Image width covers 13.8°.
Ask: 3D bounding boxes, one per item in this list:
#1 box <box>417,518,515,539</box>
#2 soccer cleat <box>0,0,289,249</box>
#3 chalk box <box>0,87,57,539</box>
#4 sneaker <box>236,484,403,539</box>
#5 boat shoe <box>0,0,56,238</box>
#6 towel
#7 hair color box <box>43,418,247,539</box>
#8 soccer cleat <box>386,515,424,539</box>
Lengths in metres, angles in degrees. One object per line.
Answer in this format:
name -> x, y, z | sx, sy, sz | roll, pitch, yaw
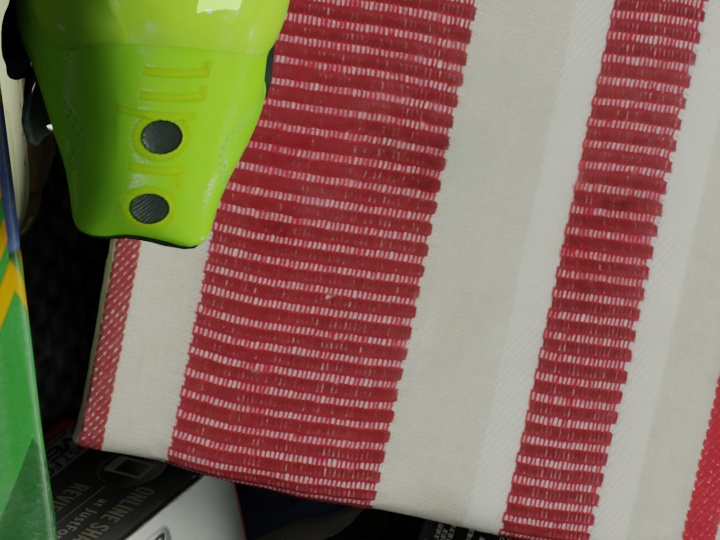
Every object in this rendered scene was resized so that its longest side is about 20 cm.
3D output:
box -> 0.055, 0.105, 0.825 | 0.193, 0.047, 0.201 | -28, 140, -56
soccer cleat -> -0.049, -0.072, 0.587 | 0.200, 0.067, 0.082 | -104, -158, -64
chalk box -> -0.133, -0.050, 0.566 | 0.124, 0.124, 0.201 | -9, 111, -8
sneaker -> 0.000, 0.000, 0.857 | 0.077, 0.076, 0.201 | 38, 64, -27
boat shoe -> -0.103, -0.100, 0.693 | 0.076, 0.071, 0.201 | -45, 139, -60
towel -> 0.045, -0.010, 0.680 | 0.023, 0.199, 0.145 | -101, -158, -80
hair color box -> -0.068, 0.153, 0.792 | 0.101, 0.061, 0.201 | -37, 127, -44
soccer cleat -> 0.048, 0.065, 0.933 | 0.085, 0.068, 0.201 | 24, 81, -62
